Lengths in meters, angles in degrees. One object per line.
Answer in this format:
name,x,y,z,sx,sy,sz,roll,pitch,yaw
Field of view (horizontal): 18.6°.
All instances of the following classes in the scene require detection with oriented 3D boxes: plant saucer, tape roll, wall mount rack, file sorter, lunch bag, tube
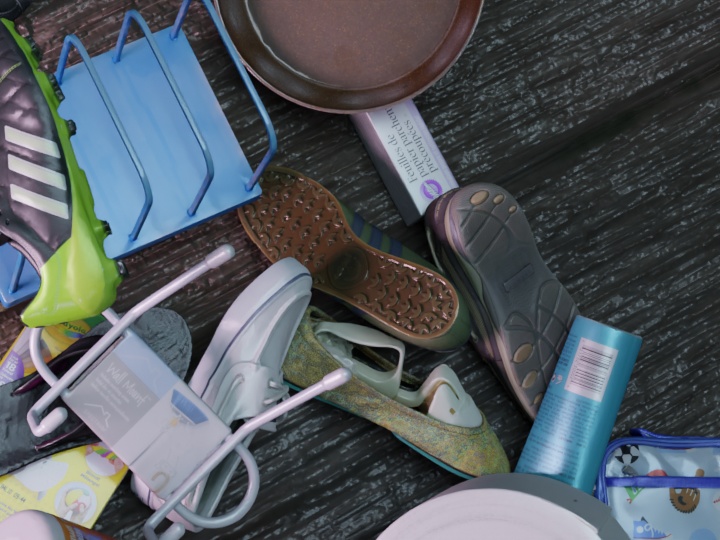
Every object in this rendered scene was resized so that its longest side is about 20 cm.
plant saucer,-0.007,-0.213,1.597,0.199,0.034,0.201,0,92,6
tape roll,0.096,0.242,1.489,0.202,0.139,0.204,0,90,11
wall mount rack,-0.114,0.081,1.443,0.174,0.075,0.200,-45,109,-5
file sorter,-0.176,-0.090,1.492,0.199,0.123,0.139,-24,81,-18
lunch bag,0.249,0.194,1.613,0.199,0.076,0.161,3,76,-16
tube,0.144,0.133,1.576,0.050,0.077,0.201,21,90,-45

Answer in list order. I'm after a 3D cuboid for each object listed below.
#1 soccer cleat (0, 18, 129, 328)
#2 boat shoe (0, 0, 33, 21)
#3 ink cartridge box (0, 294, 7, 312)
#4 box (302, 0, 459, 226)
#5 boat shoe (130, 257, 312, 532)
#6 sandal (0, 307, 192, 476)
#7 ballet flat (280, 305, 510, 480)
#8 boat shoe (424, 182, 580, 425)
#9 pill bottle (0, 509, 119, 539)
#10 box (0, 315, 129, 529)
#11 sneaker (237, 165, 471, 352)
soccer cleat,-0.211,-0.061,1.379,0.081,0.068,0.201,-20,81,-4
boat shoe,-0.314,-0.251,1.561,0.199,0.074,0.068,46,76,-2
ink cartridge box,-0.227,-0.037,1.553,0.200,0.044,0.094,-28,84,-18
box,0.009,-0.131,1.638,0.039,0.041,0.200,-27,85,-18
boat shoe,-0.080,0.088,1.527,0.065,0.074,0.200,33,97,21
sandal,-0.197,0.088,1.484,0.200,0.048,0.075,-29,86,-18
ballet flat,0.029,0.086,1.576,0.200,0.071,0.071,27,73,-5
boat shoe,0.107,0.024,1.614,0.074,0.073,0.201,-30,108,-25
pill bottle,-0.157,0.238,1.451,0.200,0.112,0.113,27,71,-35
box,-0.219,0.123,1.521,0.117,0.048,0.200,34,74,-5
sneaker,0.000,0.000,1.594,0.200,0.090,0.067,34,87,25
